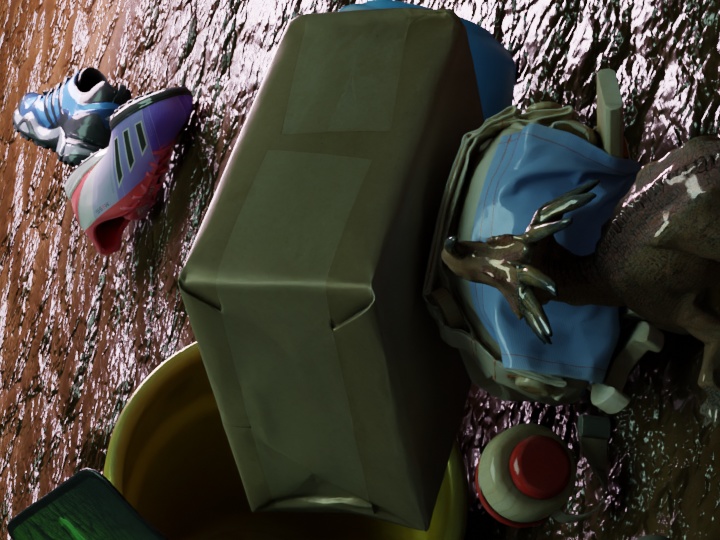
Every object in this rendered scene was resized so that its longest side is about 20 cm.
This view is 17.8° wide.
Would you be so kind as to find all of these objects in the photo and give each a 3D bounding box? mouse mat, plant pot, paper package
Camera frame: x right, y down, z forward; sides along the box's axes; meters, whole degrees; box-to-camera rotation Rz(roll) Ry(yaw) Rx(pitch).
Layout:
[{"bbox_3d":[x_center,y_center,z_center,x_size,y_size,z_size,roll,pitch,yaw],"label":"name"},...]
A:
[{"bbox_3d":[-0.095,0.188,1.194,0.008,0.200,0.161,-48,6,-30],"label":"mouse mat"},{"bbox_3d":[-0.053,0.162,1.316,0.189,0.199,0.202,107,163,-57],"label":"plant pot"},{"bbox_3d":[0.000,0.000,1.193,0.192,0.102,0.201,75,-155,-44],"label":"paper package"}]

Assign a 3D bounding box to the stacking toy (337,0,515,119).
[{"bbox_3d":[0.015,-0.077,1.401,0.200,0.115,0.111,128,155,-72],"label":"stacking toy"}]

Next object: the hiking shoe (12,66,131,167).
[{"bbox_3d":[-0.256,-0.144,2.114,0.200,0.074,0.087,28,98,57],"label":"hiking shoe"}]

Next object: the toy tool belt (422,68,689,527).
[{"bbox_3d":[0.096,0.014,1.103,0.123,0.124,0.202,137,140,-67],"label":"toy tool belt"}]

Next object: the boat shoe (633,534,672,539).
[{"bbox_3d":[0.099,0.215,1.038,0.073,0.074,0.201,35,91,39],"label":"boat shoe"}]

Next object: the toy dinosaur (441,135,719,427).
[{"bbox_3d":[0.134,-0.019,0.989,0.200,0.135,0.086,-46,33,34],"label":"toy dinosaur"}]

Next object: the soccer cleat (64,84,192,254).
[{"bbox_3d":[-0.185,-0.086,1.924,0.200,0.068,0.074,-42,65,50],"label":"soccer cleat"}]
